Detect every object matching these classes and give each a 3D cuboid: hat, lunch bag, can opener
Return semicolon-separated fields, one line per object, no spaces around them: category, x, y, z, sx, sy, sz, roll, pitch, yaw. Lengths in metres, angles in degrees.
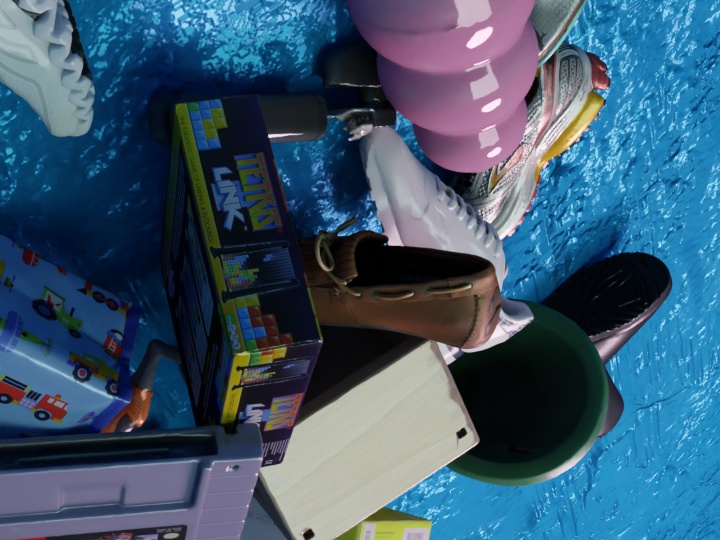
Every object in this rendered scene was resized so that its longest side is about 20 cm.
hat;0.123;0.130;1.300;0.176;0.198;0.167;71;31;-68
lunch bag;-0.249;0.081;0.863;0.150;0.094;0.200;30;118;-21
can opener;-0.048;-0.113;0.944;0.199;0.052;0.067;-12;100;-38

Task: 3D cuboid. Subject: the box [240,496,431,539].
box;-0.057;0.199;1.146;0.122;0.199;0.048;17;84;-59

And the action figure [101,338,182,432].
action figure;-0.200;0.120;1.024;0.194;0.105;0.200;-52;172;24

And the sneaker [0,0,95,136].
sneaker;-0.199;-0.143;0.750;0.081;0.075;0.201;-23;140;-3

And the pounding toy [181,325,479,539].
pounding toy;-0.015;0.104;1.090;0.183;0.200;0.143;-31;118;-13

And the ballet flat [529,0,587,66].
ballet flat;0.147;-0.237;0.988;0.071;0.069;0.201;30;101;-35

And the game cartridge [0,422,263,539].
game cartridge;-0.165;0.143;0.865;0.198;0.039;0.130;-2;140;-15

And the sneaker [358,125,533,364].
sneaker;0.060;-0.027;1.053;0.080;0.077;0.201;-20;119;12

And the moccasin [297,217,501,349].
moccasin;-0.001;0.001;0.989;0.074;0.200;0.078;-48;143;-44

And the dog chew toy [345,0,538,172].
dog chew toy;0.061;-0.148;0.921;0.124;0.125;0.201;-31;133;-15

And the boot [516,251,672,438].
boot;0.226;0.085;1.376;0.200;0.077;0.168;-36;141;2

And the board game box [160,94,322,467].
board game box;-0.080;0.016;0.886;0.056;0.166;0.200;-8;155;-15

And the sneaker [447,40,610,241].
sneaker;0.099;-0.095;1.088;0.082;0.078;0.201;22;110;-33
